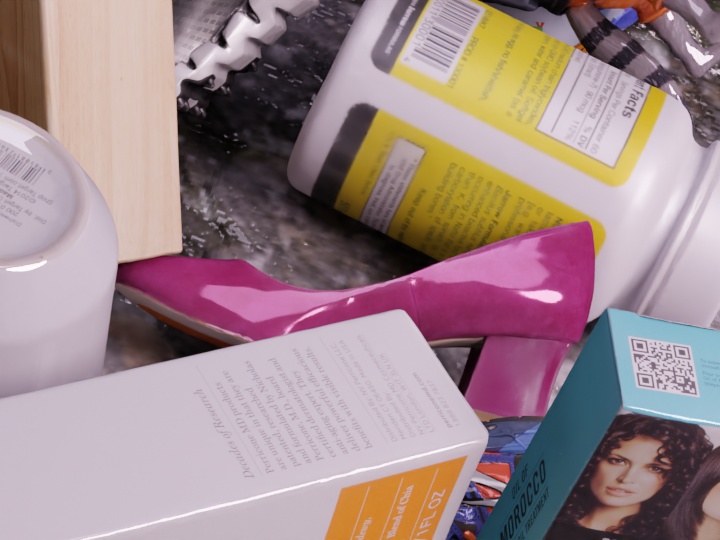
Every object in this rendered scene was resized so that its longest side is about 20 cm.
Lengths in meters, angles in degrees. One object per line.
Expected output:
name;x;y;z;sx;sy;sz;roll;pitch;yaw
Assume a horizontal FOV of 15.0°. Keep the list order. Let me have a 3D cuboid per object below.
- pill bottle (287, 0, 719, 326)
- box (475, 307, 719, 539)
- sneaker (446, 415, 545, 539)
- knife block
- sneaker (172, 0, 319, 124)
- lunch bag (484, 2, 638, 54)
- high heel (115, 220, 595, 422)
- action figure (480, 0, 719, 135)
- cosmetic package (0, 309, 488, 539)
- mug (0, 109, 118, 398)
pill bottle;0.078;-0.046;1.233;0.200;0.114;0.114;27;43;2
box;0.096;0.102;1.035;0.082;0.200;0.049;10;45;-15
sneaker;0.043;0.102;1.117;0.200;0.075;0.078;15;53;1
knife block;-0.114;-0.124;1.101;0.064;0.176;0.200;-12;61;-36
sneaker;-0.072;-0.128;1.214;0.091;0.200;0.066;52;3;7
lunch bag;0.106;-0.192;1.417;0.160;0.076;0.200;40;46;13
high heel;0.000;0.000;1.154;0.200;0.067;0.096;16;86;-4
action figure;0.084;-0.144;1.252;0.193;0.105;0.200;24;9;6
cosmetic package;-0.064;0.088;0.982;0.200;0.101;0.071;-12;51;-29
mug;-0.176;0.020;1.028;0.187;0.153;0.149;-3;51;-26
